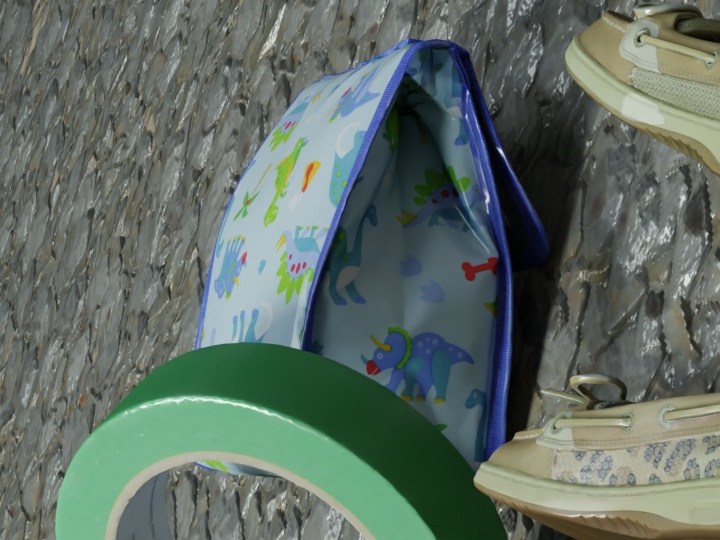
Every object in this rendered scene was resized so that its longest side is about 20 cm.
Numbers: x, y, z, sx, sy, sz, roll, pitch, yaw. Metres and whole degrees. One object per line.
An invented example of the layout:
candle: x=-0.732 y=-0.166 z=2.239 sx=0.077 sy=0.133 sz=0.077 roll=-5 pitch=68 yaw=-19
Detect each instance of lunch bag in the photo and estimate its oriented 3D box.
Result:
lunch bag: x=0.000 y=0.000 z=1.142 sx=0.170 sy=0.127 sz=0.201 roll=170 pitch=105 yaw=-67

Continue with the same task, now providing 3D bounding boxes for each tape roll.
tape roll: x=-0.033 y=0.129 z=1.039 sx=0.201 sy=0.200 sz=0.048 roll=-57 pitch=-5 yaw=38

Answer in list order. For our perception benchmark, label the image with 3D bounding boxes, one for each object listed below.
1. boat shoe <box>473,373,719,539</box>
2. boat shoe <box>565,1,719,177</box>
boat shoe: x=0.115 y=0.072 z=0.887 sx=0.200 sy=0.073 sz=0.063 roll=-1 pitch=68 yaw=57
boat shoe: x=0.143 y=-0.067 z=0.908 sx=0.063 sy=0.073 sz=0.201 roll=-63 pitch=25 yaw=9
